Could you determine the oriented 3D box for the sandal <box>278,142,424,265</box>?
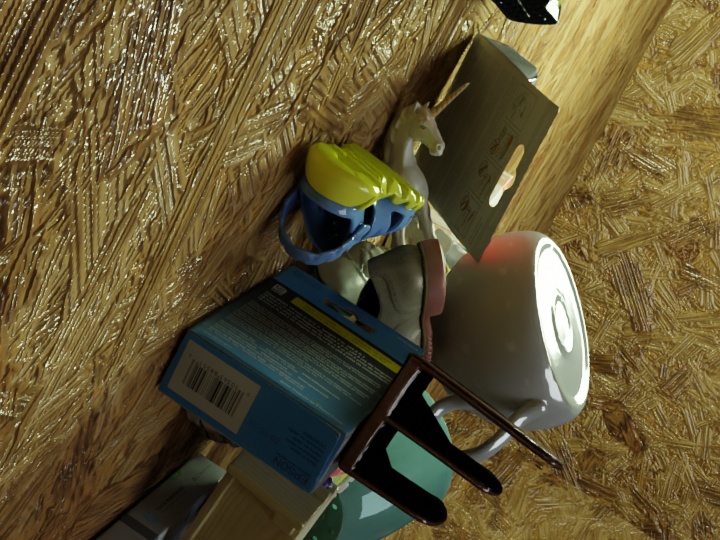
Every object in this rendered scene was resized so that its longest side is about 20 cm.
[{"bbox_3d":[-0.012,-0.050,1.110,0.087,0.079,0.200,-56,163,13],"label":"sandal"}]

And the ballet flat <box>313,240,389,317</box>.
[{"bbox_3d":[0.000,0.000,1.306,0.070,0.069,0.200,-58,175,3],"label":"ballet flat"}]

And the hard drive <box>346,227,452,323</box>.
[{"bbox_3d":[0.011,0.039,1.444,0.132,0.026,0.200,-52,-173,-30],"label":"hard drive"}]

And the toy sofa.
[{"bbox_3d":[-0.109,0.239,1.196,0.201,0.083,0.098,-55,172,23],"label":"toy sofa"}]

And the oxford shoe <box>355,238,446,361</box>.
[{"bbox_3d":[0.028,0.040,1.239,0.201,0.073,0.071,96,-14,-52],"label":"oxford shoe"}]

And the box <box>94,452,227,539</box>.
[{"bbox_3d":[-0.201,0.265,1.230,0.157,0.041,0.200,-62,169,24],"label":"box"}]

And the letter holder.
[{"bbox_3d":[0.077,0.149,1.099,0.101,0.141,0.200,-56,172,-1],"label":"letter holder"}]

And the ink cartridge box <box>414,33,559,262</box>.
[{"bbox_3d":[0.126,-0.116,1.315,0.163,0.050,0.200,-63,-150,19],"label":"ink cartridge box"}]

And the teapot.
[{"bbox_3d":[0.123,0.066,1.312,0.200,0.145,0.200,-7,85,-68],"label":"teapot"}]

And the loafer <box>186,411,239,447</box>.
[{"bbox_3d":[-0.102,0.129,1.228,0.072,0.063,0.200,-57,170,-5],"label":"loafer"}]

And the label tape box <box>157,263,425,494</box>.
[{"bbox_3d":[-0.048,0.080,1.107,0.064,0.143,0.200,-61,169,22],"label":"label tape box"}]

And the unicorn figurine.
[{"bbox_3d":[0.047,-0.066,1.271,0.200,0.073,0.139,131,-48,-71],"label":"unicorn figurine"}]

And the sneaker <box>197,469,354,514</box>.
[{"bbox_3d":[-0.068,0.180,1.255,0.200,0.078,0.090,-48,151,1],"label":"sneaker"}]

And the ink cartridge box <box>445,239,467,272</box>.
[{"bbox_3d":[0.017,0.083,1.450,0.197,0.047,0.200,-40,-171,46],"label":"ink cartridge box"}]

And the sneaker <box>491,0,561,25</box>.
[{"bbox_3d":[0.149,-0.281,1.259,0.200,0.071,0.084,14,85,-81],"label":"sneaker"}]

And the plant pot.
[{"bbox_3d":[-0.020,0.220,1.569,0.160,0.200,0.202,-27,151,-48],"label":"plant pot"}]

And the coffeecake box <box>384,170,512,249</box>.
[{"bbox_3d":[0.087,-0.027,1.654,0.200,0.073,0.154,-49,166,-45],"label":"coffeecake box"}]
